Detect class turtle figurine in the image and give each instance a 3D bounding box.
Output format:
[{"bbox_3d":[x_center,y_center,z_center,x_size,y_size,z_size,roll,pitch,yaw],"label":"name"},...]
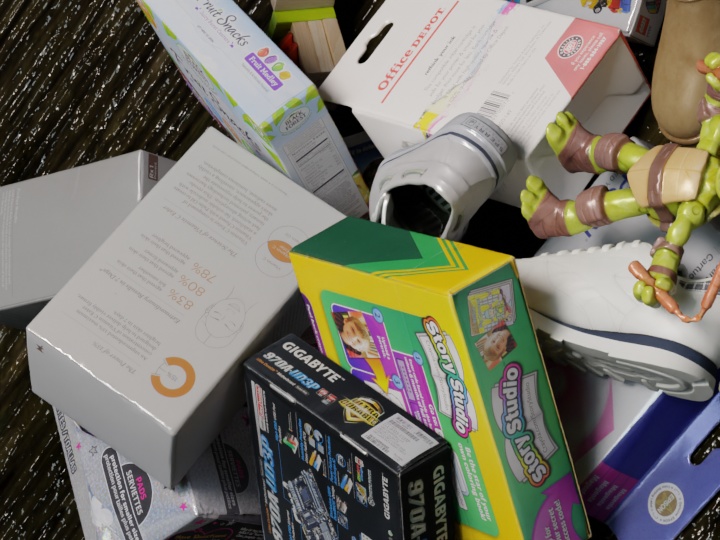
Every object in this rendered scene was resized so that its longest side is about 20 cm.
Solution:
[{"bbox_3d":[0.184,-0.062,1.364,0.161,0.064,0.200,5,74,41],"label":"turtle figurine"}]

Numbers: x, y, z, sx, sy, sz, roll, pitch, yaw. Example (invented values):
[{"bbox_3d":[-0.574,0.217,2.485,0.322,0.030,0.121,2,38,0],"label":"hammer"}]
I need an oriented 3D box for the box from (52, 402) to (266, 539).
[{"bbox_3d":[-0.132,0.115,1.623,0.115,0.132,0.200,-35,59,30],"label":"box"}]

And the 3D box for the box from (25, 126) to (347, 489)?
[{"bbox_3d":[-0.114,0.024,1.529,0.124,0.098,0.200,34,64,12],"label":"box"}]

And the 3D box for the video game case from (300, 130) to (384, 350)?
[{"bbox_3d":[0.000,0.000,1.615,0.143,0.018,0.200,-16,69,38],"label":"video game case"}]

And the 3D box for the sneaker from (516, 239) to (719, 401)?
[{"bbox_3d":[0.148,0.018,1.403,0.200,0.076,0.081,17,78,36],"label":"sneaker"}]

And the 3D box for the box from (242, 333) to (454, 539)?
[{"bbox_3d":[-0.005,0.162,1.486,0.159,0.046,0.200,32,139,41],"label":"box"}]

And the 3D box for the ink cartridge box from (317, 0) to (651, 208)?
[{"bbox_3d":[0.079,-0.118,1.518,0.200,0.068,0.117,21,67,42],"label":"ink cartridge box"}]

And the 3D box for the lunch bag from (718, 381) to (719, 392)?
[{"bbox_3d":[0.278,0.003,1.259,0.139,0.168,0.200,9,84,27],"label":"lunch bag"}]

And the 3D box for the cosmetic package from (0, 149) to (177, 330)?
[{"bbox_3d":[-0.213,-0.020,1.761,0.200,0.090,0.107,-8,74,36],"label":"cosmetic package"}]

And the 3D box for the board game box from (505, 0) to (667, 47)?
[{"bbox_3d":[0.169,-0.258,1.522,0.126,0.035,0.200,19,92,41],"label":"board game box"}]

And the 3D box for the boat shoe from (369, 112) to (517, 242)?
[{"bbox_3d":[0.035,-0.043,1.474,0.074,0.200,0.067,42,66,3],"label":"boat shoe"}]

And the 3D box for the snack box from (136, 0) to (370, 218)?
[{"bbox_3d":[-0.078,-0.127,1.607,0.053,0.142,0.200,-36,51,-7],"label":"snack box"}]

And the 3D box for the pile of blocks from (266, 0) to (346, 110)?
[{"bbox_3d":[-0.057,-0.215,1.656,0.082,0.062,0.200,162,101,-73],"label":"pile of blocks"}]

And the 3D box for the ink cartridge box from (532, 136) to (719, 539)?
[{"bbox_3d":[0.175,0.051,1.436,0.196,0.043,0.200,-52,50,18],"label":"ink cartridge box"}]

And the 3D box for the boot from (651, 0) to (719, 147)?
[{"bbox_3d":[0.173,-0.182,1.388,0.066,0.200,0.175,17,90,44],"label":"boot"}]

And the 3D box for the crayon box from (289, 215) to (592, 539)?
[{"bbox_3d":[0.050,0.076,1.435,0.172,0.058,0.200,15,129,52],"label":"crayon box"}]
